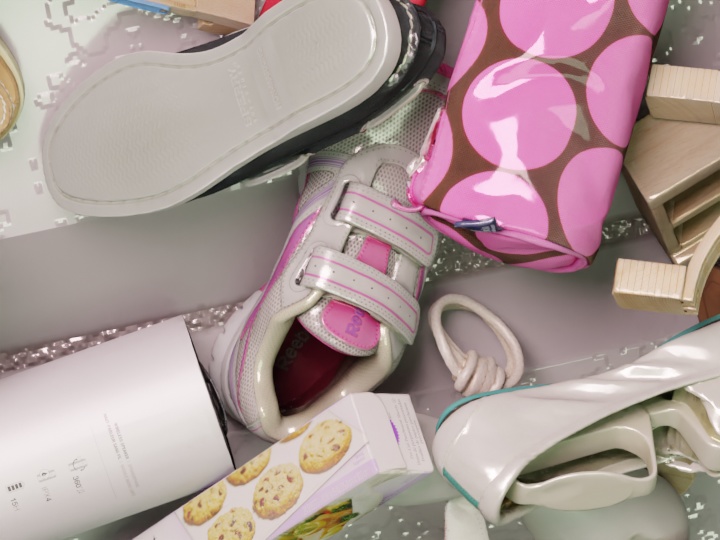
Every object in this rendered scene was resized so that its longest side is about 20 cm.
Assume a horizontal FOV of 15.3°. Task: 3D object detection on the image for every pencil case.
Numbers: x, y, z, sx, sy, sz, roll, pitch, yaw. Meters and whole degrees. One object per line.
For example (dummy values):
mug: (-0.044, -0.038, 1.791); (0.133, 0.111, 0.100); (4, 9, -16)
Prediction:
pencil case: (0.084, -0.103, 1.181); (0.093, 0.091, 0.202); (17, 84, 6)

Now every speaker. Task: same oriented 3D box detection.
speaker: (-0.158, 0.090, 1.234); (0.199, 0.081, 0.082); (-20, 112, -3)

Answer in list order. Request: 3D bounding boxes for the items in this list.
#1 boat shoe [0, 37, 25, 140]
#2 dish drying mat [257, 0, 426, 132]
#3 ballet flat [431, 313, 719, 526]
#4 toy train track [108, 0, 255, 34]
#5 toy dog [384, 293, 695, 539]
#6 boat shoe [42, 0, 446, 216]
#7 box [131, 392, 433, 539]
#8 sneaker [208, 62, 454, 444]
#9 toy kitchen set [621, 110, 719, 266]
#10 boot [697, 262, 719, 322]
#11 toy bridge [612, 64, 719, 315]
boat shoe: (-0.231, -0.108, 1.150); (0.199, 0.076, 0.072); (31, 102, -19)
dish drying mat: (0.016, -0.166, 1.185); (0.018, 0.077, 0.201); (5, 115, -55)
ballet flat: (0.131, 0.071, 1.199); (0.199, 0.069, 0.070); (-15, 112, -15)
toy train track: (-0.142, -0.133, 1.174); (0.199, 0.033, 0.116); (11, 67, -23)
toy dog: (0.078, 0.116, 1.281); (0.199, 0.132, 0.096); (32, 133, -12)
boat shoe: (-0.052, -0.070, 1.179); (0.199, 0.060, 0.076); (-15, 79, 33)
box: (-0.049, 0.115, 1.228); (0.039, 0.042, 0.200); (4, 151, -45)
sneaker: (0.000, 0.000, 1.226); (0.081, 0.088, 0.201); (19, 105, -16)
toy kitchen set: (0.252, 0.000, 1.242); (0.180, 0.201, 0.163); (-31, 154, 2)
boot: (0.268, 0.060, 1.300); (0.146, 0.070, 0.201); (-22, 72, -30)
toy bridge: (0.161, -0.077, 1.192); (0.067, 0.027, 0.202); (7, 71, 17)
